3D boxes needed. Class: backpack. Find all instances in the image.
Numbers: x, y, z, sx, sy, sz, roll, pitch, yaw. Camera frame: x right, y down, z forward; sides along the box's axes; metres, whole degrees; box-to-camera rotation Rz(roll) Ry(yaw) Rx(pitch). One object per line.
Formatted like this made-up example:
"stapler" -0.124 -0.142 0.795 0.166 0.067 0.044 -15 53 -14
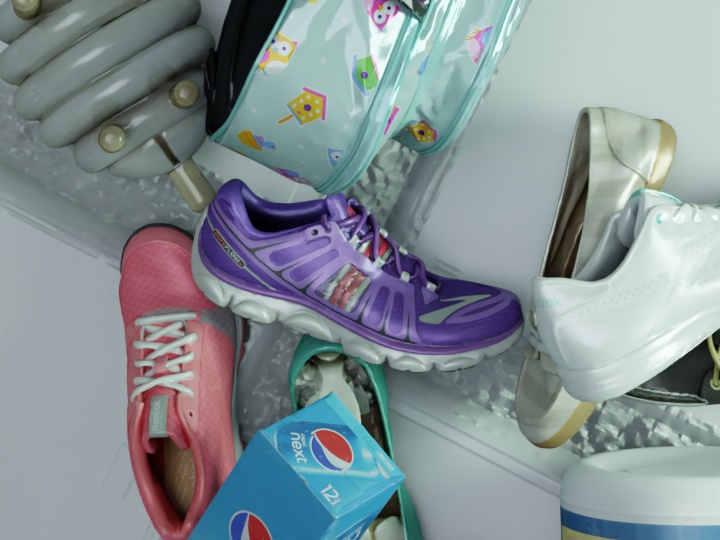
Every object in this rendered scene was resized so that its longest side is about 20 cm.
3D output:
"backpack" 0.000 -0.137 1.127 0.153 0.176 0.200 31 84 -10

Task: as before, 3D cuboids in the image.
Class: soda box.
"soda box" -0.055 0.163 1.171 0.068 0.064 0.200 47 133 17

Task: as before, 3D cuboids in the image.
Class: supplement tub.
"supplement tub" 0.184 0.205 1.134 0.144 0.145 0.201 -1 93 11

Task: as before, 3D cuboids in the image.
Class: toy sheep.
"toy sheep" -0.144 -0.120 1.190 0.138 0.138 0.200 -26 95 12

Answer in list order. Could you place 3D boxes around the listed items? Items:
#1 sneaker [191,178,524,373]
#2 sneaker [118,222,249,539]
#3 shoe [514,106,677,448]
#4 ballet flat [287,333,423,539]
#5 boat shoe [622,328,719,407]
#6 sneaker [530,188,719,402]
"sneaker" 0.000 0.000 1.179 0.199 0.081 0.084 16 114 3
"sneaker" -0.106 0.070 1.215 0.074 0.087 0.201 -9 91 11
"shoe" 0.122 0.002 1.170 0.053 0.070 0.201 19 89 -24
"ballet flat" -0.006 0.129 1.206 0.067 0.070 0.201 -12 91 11
"boat shoe" 0.227 0.041 1.159 0.201 0.061 0.072 -6 92 12
"sneaker" 0.181 -0.014 1.120 0.200 0.075 0.089 -33 106 -19
